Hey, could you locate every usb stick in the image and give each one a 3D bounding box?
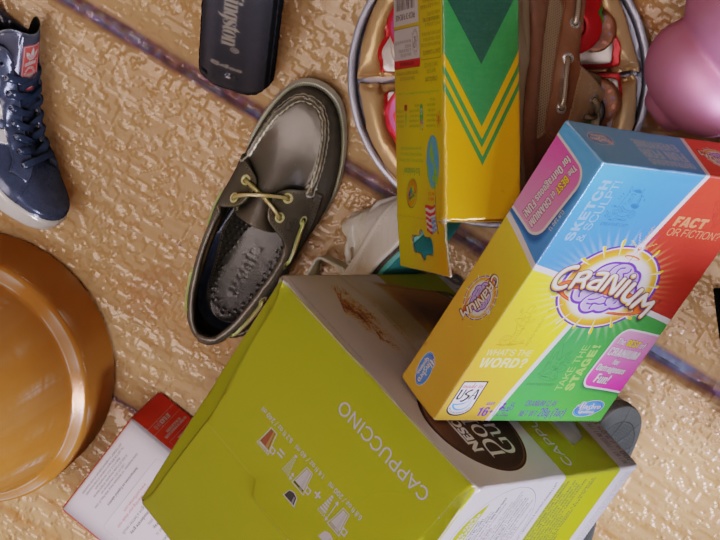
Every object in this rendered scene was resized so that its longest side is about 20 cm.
[{"bbox_3d":[-0.077,-0.179,1.314,0.055,0.033,0.200,13,152,0],"label":"usb stick"}]

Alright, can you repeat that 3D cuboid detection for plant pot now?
[{"bbox_3d":[-0.302,0.092,1.444,0.200,0.183,0.201,5,108,14],"label":"plant pot"}]

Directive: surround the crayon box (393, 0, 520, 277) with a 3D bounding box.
[{"bbox_3d":[0.058,-0.099,1.243,0.051,0.127,0.200,-1,95,-12],"label":"crayon box"}]

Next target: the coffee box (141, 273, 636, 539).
[{"bbox_3d":[0.017,0.140,1.329,0.200,0.198,0.200,46,116,28],"label":"coffee box"}]

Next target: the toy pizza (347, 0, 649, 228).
[{"bbox_3d":[0.090,-0.127,1.319,0.200,0.032,0.201,0,94,5],"label":"toy pizza"}]

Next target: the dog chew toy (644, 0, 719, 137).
[{"bbox_3d":[0.258,-0.157,1.237,0.200,0.125,0.125,-41,93,19],"label":"dog chew toy"}]

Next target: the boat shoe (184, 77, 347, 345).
[{"bbox_3d":[-0.067,-0.037,1.404,0.072,0.060,0.202,27,112,6],"label":"boat shoe"}]

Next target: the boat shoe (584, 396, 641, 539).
[{"bbox_3d":[0.125,0.162,1.416,0.065,0.074,0.202,44,121,37],"label":"boat shoe"}]

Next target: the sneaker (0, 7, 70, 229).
[{"bbox_3d":[-0.248,-0.127,1.417,0.084,0.075,0.200,-26,99,26],"label":"sneaker"}]

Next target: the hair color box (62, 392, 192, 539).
[{"bbox_3d":[-0.108,0.195,1.490,0.200,0.061,0.102,40,113,1],"label":"hair color box"}]

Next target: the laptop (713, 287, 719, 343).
[{"bbox_3d":[0.244,0.126,1.284,0.103,0.200,0.178,-14,107,-16],"label":"laptop"}]

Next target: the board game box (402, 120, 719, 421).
[{"bbox_3d":[0.135,0.006,1.224,0.040,0.153,0.200,54,125,36],"label":"board game box"}]

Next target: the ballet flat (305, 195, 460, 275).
[{"bbox_3d":[0.000,0.000,1.401,0.069,0.069,0.200,37,114,2],"label":"ballet flat"}]

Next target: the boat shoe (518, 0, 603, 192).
[{"bbox_3d":[0.118,-0.109,1.266,0.072,0.076,0.200,-2,99,-6],"label":"boat shoe"}]
